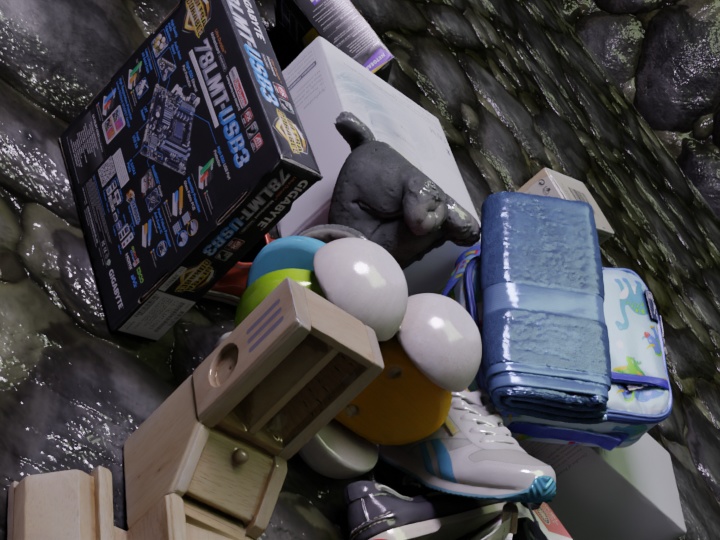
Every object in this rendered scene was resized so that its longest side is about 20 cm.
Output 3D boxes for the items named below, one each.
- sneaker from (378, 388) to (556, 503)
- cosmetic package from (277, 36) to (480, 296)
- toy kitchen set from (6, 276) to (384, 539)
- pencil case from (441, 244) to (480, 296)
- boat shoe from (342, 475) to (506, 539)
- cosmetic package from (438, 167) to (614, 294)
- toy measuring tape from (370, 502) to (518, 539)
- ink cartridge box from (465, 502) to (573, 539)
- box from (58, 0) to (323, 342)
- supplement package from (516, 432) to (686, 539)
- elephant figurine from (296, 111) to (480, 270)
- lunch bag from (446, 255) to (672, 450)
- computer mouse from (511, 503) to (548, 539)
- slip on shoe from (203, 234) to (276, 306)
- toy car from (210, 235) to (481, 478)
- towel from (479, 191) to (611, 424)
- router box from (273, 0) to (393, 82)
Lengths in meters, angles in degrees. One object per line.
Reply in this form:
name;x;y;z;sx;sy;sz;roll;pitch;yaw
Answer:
sneaker;0.083;0.136;1.014;0.076;0.082;0.199;13;1;-35
cosmetic package;0.007;-0.096;1.288;0.198;0.123;0.202;27;34;-41
toy kitchen set;-0.089;0.123;0.735;0.162;0.180;0.201;32;26;-33
pencil case;0.103;0.069;1.198;0.086;0.078;0.201;30;51;-4
boat shoe;0.056;0.191;1.030;0.199;0.072;0.063;2;55;-54
cosmetic package;0.162;-0.013;1.348;0.103;0.199;0.074;12;44;-55
toy measuring tape;0.037;0.216;0.927;0.199;0.074;0.074;-28;78;-43
ink cartridge box;0.129;0.272;1.050;0.117;0.067;0.199;54;23;8
box;-0.133;-0.086;0.931;0.049;0.198;0.202;20;37;-47
supplement package;0.210;0.194;1.239;0.199;0.117;0.118;40;26;-20
elephant figurine;0.000;0.000;1.102;0.141;0.201;0.155;35;6;-40
lunch bag;0.178;0.075;1.125;0.197;0.083;0.163;9;58;-16
computer mouse;0.132;0.209;1.029;0.059;0.034;0.201;51;16;-22
slip on shoe;-0.094;-0.011;1.060;0.075;0.061;0.199;57;19;20
toy car;-0.015;0.048;0.979;0.199;0.175;0.151;34;27;-31
towel;0.153;0.029;1.065;0.110;0.049;0.203;10;57;-11
router box;-0.034;-0.264;1.431;0.158;0.052;0.200;52;-5;2
